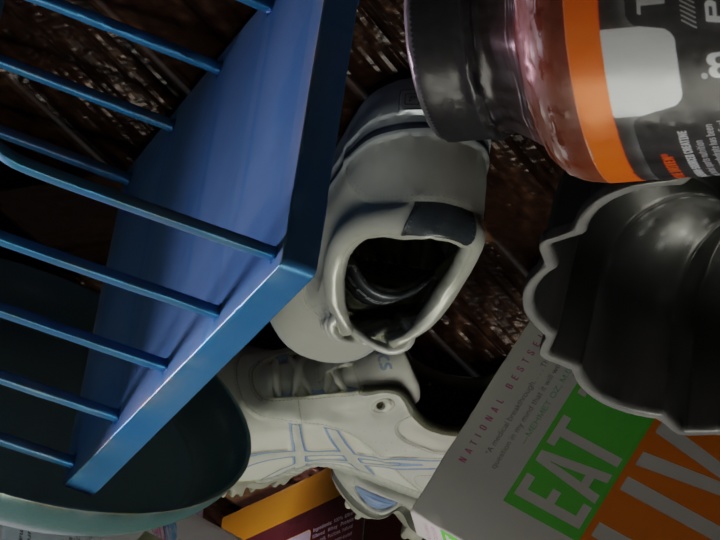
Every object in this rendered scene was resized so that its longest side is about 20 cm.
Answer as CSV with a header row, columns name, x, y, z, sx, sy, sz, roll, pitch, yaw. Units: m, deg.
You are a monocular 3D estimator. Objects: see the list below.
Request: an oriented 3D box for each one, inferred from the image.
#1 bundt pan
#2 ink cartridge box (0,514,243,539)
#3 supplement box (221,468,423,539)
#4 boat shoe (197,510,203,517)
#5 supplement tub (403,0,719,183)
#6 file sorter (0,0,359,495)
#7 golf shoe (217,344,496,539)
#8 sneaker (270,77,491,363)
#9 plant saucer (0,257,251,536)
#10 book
name,x,y,z,sx,sy,sz,roll,pitch,yaw
bundt pan,0.161,-0.015,1.004,0.200,0.076,0.202,5,148,3
ink cartridge box,-0.145,0.150,1.220,0.144,0.085,0.200,-15,147,31
supplement box,0.036,0.223,1.364,0.196,0.201,0.133,22,148,-30
boat shoe,-0.137,0.085,1.280,0.069,0.071,0.200,5,154,26
supplement tub,0.117,-0.082,0.859,0.199,0.108,0.107,-5,151,18
file sorter,-0.100,-0.035,0.953,0.122,0.140,0.200,19,148,-19
golf shoe,-0.021,0.052,1.209,0.199,0.079,0.097,13,135,-27
sneaker,0.000,0.000,1.079,0.073,0.071,0.200,10,153,-8
plant saucer,-0.141,0.050,1.092,0.199,0.200,0.028,15,112,-18
book,0.138,0.095,1.084,0.199,0.134,0.048,27,159,21
